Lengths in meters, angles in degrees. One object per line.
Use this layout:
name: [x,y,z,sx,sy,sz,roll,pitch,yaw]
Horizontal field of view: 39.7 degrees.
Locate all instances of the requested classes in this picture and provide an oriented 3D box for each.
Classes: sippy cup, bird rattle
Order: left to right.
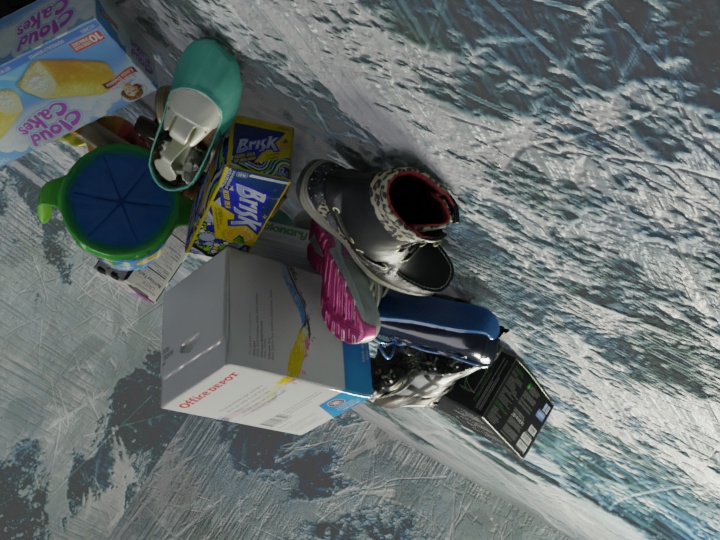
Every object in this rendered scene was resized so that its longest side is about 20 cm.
bird rattle: [-0.307,-0.154,1.251,0.200,0.113,0.163,41,-176,-18]
sippy cup: [-0.278,-0.062,1.178,0.178,0.140,0.130,42,162,5]

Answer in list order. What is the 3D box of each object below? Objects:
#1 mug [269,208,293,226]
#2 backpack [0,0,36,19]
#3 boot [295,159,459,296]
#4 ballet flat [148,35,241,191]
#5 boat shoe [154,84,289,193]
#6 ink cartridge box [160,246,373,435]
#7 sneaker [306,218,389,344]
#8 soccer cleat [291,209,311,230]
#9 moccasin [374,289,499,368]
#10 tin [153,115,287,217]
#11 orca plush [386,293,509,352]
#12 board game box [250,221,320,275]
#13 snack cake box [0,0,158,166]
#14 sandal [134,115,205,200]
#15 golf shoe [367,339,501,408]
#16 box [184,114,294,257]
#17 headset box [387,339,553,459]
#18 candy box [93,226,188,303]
mug: [-0.098,0.023,1.374,0.114,0.153,0.185,18,161,42]
backpack: [-0.426,-0.268,1.095,0.175,0.154,0.200,29,176,-7]
boot: [0.047,-0.033,0.954,0.203,0.074,0.153,38,165,-29]
ballet flat: [-0.161,-0.135,0.948,0.067,0.071,0.200,26,148,-6]
boat shoe: [-0.148,-0.139,1.092,0.064,0.072,0.200,-13,148,24]
ink cartridge box: [-0.111,0.087,1.154,0.199,0.146,0.147,18,144,-36]
sneaker: [0.000,0.000,1.082,0.087,0.082,0.201,0,-141,-14]
soccer cleat: [-0.037,-0.013,1.290,0.069,0.078,0.201,-4,135,22]
moccasin: [0.057,0.068,1.102,0.199,0.080,0.069,17,129,34]
tin: [-0.173,-0.133,1.231,0.200,0.042,0.112,42,170,-37]
orca plush: [0.084,0.048,1.192,0.200,0.105,0.072,13,126,67]
board game box: [-0.067,0.005,1.232,0.198,0.035,0.127,13,139,4]
snack cake box: [-0.316,-0.193,0.986,0.115,0.199,0.068,51,-161,-54]
sandal: [-0.216,-0.110,1.212,0.081,0.055,0.200,27,166,32]
golf shoe: [0.094,0.126,1.279,0.198,0.078,0.095,-17,140,21]
box: [-0.130,-0.081,1.051,0.069,0.065,0.200,10,154,-17]
headset box: [0.145,0.156,1.400,0.199,0.093,0.174,25,166,39]
candy box: [-0.275,-0.060,1.391,0.061,0.201,0.136,40,167,-30]
